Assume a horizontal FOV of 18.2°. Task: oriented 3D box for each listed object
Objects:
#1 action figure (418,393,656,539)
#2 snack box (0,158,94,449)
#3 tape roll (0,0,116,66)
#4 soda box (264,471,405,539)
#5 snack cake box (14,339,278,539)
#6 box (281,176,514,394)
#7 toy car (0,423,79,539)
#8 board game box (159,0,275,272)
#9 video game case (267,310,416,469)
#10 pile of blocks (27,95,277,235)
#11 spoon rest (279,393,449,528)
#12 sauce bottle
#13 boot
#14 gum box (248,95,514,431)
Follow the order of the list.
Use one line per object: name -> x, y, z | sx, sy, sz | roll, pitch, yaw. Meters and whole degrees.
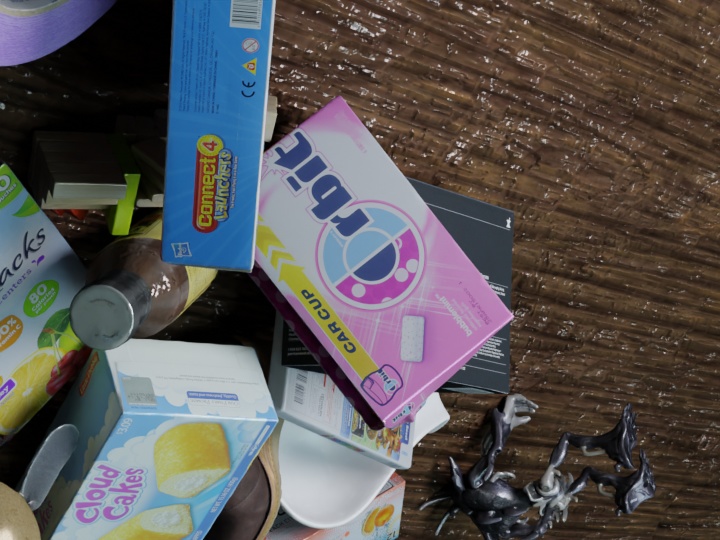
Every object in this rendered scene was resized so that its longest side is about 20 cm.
action figure -> 0.154, 0.177, 1.958 | 0.119, 0.199, 0.102 | 64, 26, -28
snack box -> -0.241, 0.023, 1.381 | 0.142, 0.053, 0.200 | -47, 148, -12
tape roll -> -0.178, -0.212, 1.204 | 0.200, 0.066, 0.200 | -44, 155, -26
soda box -> -0.058, 0.213, 1.776 | 0.200, 0.064, 0.069 | -26, 138, -35
snack cake box -> -0.151, 0.134, 1.504 | 0.115, 0.067, 0.200 | 4, 136, -31
box -> 0.031, 0.011, 1.634 | 0.200, 0.079, 0.142 | 15, 77, -55
toy car -> -0.259, 0.174, 1.410 | 0.164, 0.158, 0.201 | 13, 106, -45
board game box -> -0.079, -0.138, 1.321 | 0.056, 0.196, 0.201 | 4, 127, -3
video game case -> -0.007, 0.058, 1.672 | 0.200, 0.018, 0.144 | 31, 62, -57
pile of blocks -> -0.125, -0.059, 1.426 | 0.200, 0.082, 0.062 | -19, 137, -41
spoon rest -> 0.001, 0.134, 1.764 | 0.200, 0.100, 0.061 | -25, 177, -44
sauce bottle -> -0.135, 0.005, 1.408 | 0.065, 0.065, 0.200 | -62, 178, 14
boot -> -0.133, 0.136, 1.624 | 0.166, 0.072, 0.201 | -6, 123, -39
gum box -> 0.000, 0.000, 1.498 | 0.113, 0.200, 0.066 | -38, 178, -11
